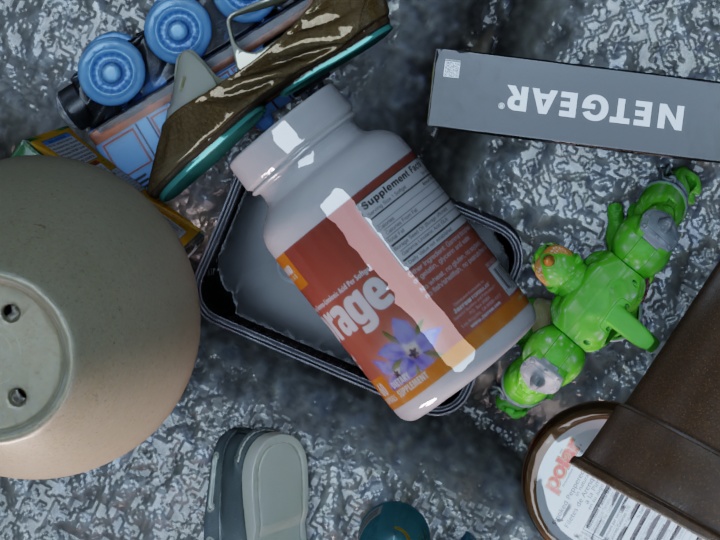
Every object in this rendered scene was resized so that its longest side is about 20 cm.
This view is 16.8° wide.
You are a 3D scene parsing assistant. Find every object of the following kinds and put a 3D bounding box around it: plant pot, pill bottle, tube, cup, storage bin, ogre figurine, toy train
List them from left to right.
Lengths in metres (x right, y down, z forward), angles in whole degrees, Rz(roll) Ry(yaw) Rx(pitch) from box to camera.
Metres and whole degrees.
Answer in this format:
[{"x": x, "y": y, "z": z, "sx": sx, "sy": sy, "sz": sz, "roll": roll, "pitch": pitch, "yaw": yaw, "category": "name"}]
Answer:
[{"x": -0.203, "y": 0.039, "z": 1.444, "sx": 0.199, "sy": 0.143, "sz": 0.202, "roll": 1, "pitch": 98, "yaw": 4, "category": "cup"}, {"x": -0.105, "y": -0.135, "z": 1.649, "sx": 0.199, "sy": 0.087, "sz": 0.115, "roll": -31, "pitch": 100, "yaw": 2, "category": "toy train"}, {"x": 0.000, "y": 0.000, "z": 1.642, "sx": 0.199, "sy": 0.094, "sz": 0.136, "roll": 23, "pitch": 94, "yaw": 3, "category": "storage bin"}, {"x": 0.010, "y": -0.014, "z": 1.539, "sx": 0.112, "sy": 0.112, "sz": 0.200, "roll": -38, "pitch": 90, "yaw": 4, "category": "pill bottle"}, {"x": 0.017, "y": 0.192, "z": 1.598, "sx": 0.050, "sy": 0.200, "sz": 0.078, "roll": 9, "pitch": 95, "yaw": 3, "category": "tube"}, {"x": 0.159, "y": 0.016, "z": 1.620, "sx": 0.199, "sy": 0.120, "sz": 0.098, "roll": -32, "pitch": 91, "yaw": 4, "category": "ogre figurine"}, {"x": 0.265, "y": 0.085, "z": 1.549, "sx": 0.199, "sy": 0.200, "sz": 0.199, "roll": 28, "pitch": 88, "yaw": 1, "category": "plant pot"}]

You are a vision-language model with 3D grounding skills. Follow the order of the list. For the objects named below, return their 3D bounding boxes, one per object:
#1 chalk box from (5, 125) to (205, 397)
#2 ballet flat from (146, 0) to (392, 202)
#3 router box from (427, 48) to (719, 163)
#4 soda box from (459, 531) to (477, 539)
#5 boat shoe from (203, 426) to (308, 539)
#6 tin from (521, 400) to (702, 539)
[{"x": -0.213, "y": 0.025, "z": 1.577, "sx": 0.124, "sy": 0.125, "sz": 0.200, "roll": 37, "pitch": 99, "yaw": -1, "category": "chalk box"}, {"x": -0.073, "y": -0.130, "z": 1.584, "sx": 0.200, "sy": 0.068, "sz": 0.072, "roll": -38, "pitch": 88, "yaw": 2, "category": "ballet flat"}, {"x": 0.145, "y": -0.107, "z": 1.596, "sx": 0.199, "sy": 0.157, "sz": 0.053, "roll": 7, "pitch": 94, "yaw": 2, "category": "router box"}, {"x": 0.033, "y": 0.278, "z": 1.667, "sx": 0.064, "sy": 0.068, "sz": 0.200, "roll": 40, "pitch": 94, "yaw": 1, "category": "soda box"}, {"x": -0.078, "y": 0.205, "z": 1.684, "sx": 0.062, "sy": 0.073, "sz": 0.201, "roll": 14, "pitch": 104, "yaw": 45, "category": "boat shoe"}, {"x": 0.205, "y": 0.167, "z": 1.669, "sx": 0.199, "sy": 0.042, "sz": 0.112, "roll": 28, "pitch": 90, "yaw": 1, "category": "tin"}]
